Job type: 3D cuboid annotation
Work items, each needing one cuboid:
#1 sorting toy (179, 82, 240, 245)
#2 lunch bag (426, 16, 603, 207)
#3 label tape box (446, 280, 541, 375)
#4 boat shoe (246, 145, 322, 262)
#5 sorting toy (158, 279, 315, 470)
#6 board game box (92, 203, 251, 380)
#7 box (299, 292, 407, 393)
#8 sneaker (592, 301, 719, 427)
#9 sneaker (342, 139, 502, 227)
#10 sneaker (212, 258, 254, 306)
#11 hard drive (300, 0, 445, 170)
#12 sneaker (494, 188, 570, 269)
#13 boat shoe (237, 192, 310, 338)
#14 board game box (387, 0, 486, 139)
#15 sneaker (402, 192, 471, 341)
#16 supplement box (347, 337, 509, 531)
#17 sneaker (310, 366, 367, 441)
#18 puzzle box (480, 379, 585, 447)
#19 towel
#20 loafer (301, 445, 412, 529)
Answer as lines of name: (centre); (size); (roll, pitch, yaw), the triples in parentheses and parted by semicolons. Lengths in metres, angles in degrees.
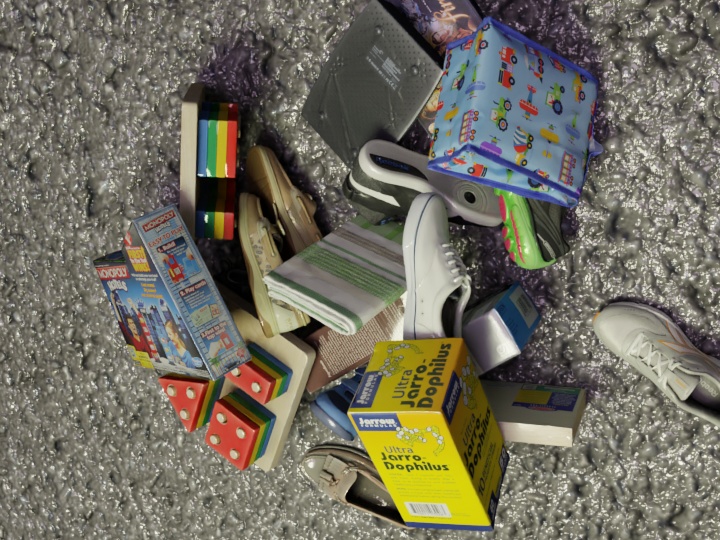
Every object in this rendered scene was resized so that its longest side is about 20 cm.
sorting toy: (-0.193, -0.130, 1.141); (0.069, 0.199, 0.201); (2, 108, -8)
lunch bag: (0.190, -0.166, 0.977); (0.199, 0.094, 0.151); (15, 78, -22)
label tape box: (0.115, 0.099, 1.092); (0.200, 0.143, 0.066); (-30, 91, 25)
boat shoe: (-0.094, -0.076, 1.178); (0.071, 0.064, 0.201); (-18, 93, 59)
sorting toy: (-0.181, 0.145, 1.165); (0.198, 0.070, 0.201); (33, 120, 23)
board game box: (-0.240, 0.023, 1.064); (0.200, 0.062, 0.201); (2, 114, 49)
box: (0.010, 0.076, 1.153); (0.200, 0.100, 0.075); (-34, 88, 24)
sneaker: (0.362, 0.108, 1.026); (0.200, 0.092, 0.076); (33, 112, 11)
sneaker: (0.074, -0.090, 1.104); (0.199, 0.073, 0.112); (22, 145, -13)
sneaker: (-0.149, 0.074, 1.226); (0.200, 0.075, 0.114); (43, 117, 10)
hard drive: (0.017, -0.220, 1.077); (0.135, 0.042, 0.200); (48, 134, 8)
sneaker: (0.209, -0.104, 1.055); (0.083, 0.077, 0.201); (-7, 92, -16)
boat shoe: (-0.114, -0.012, 1.121); (0.062, 0.073, 0.201); (-14, 69, -3)
board game box: (0.100, -0.261, 1.069); (0.135, 0.035, 0.200); (-36, 89, 25)
sneaker: (0.094, 0.007, 1.006); (0.071, 0.073, 0.201); (-5, 80, 35)
supplement box: (0.082, 0.184, 0.975); (0.109, 0.109, 0.200); (-6, 128, 27)
sneaker: (0.002, 0.162, 1.128); (0.074, 0.200, 0.082); (43, 105, 15)
puzzle box: (0.173, 0.173, 1.094); (0.199, 0.133, 0.026); (2, 104, 21)
towel: (0.000, 0.000, 1.072); (0.149, 0.200, 0.031); (27, 134, 32)
loafer: (0.003, 0.303, 1.230); (0.199, 0.063, 0.072); (18, 108, 16)
